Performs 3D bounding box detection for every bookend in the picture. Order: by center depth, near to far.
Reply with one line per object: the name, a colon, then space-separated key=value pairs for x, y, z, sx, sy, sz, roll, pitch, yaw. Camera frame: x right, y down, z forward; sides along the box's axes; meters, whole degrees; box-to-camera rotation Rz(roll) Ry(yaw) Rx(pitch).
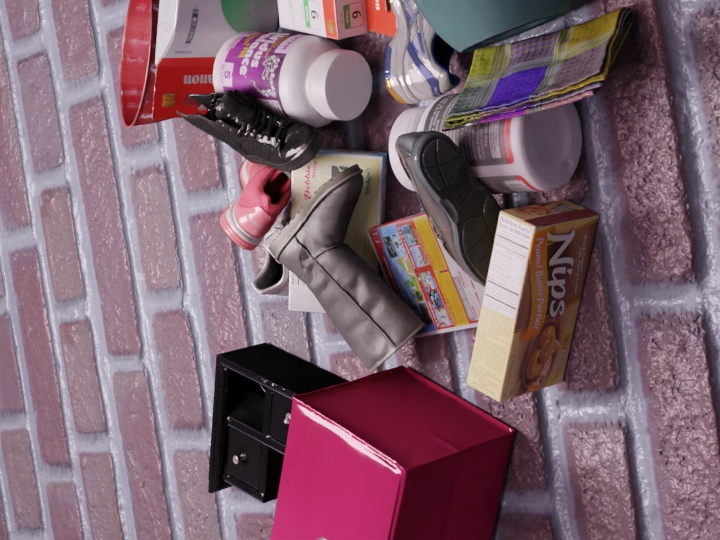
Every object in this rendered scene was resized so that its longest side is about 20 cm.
bookend: x=-0.102 y=0.225 z=1.925 sx=0.197 sy=0.091 sz=0.203 roll=22 pitch=114 yaw=41

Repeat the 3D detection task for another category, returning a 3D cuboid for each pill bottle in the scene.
pill bottle: x=0.133 y=-0.140 z=1.602 sx=0.198 sy=0.113 sz=0.116 roll=0 pitch=97 yaw=45
pill bottle: x=-0.083 y=-0.236 z=1.805 sx=0.198 sy=0.111 sz=0.114 roll=12 pitch=106 yaw=43

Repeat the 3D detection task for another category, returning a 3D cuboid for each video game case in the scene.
video game case: x=0.096 y=0.000 z=1.696 sx=0.199 sy=0.017 sz=0.145 roll=-13 pitch=101 yaw=52

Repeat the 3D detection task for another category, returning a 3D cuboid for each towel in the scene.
towel: x=0.184 y=-0.210 z=1.512 sx=0.198 sy=0.144 sz=0.023 roll=-11 pitch=127 yaw=37

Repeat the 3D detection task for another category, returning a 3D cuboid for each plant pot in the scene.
plant pot: x=0.134 y=-0.323 z=1.516 sx=0.199 sy=0.199 sz=0.163 roll=-18 pitch=93 yaw=45

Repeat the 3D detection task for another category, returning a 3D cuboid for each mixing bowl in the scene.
mixing bowl: x=-0.251 y=-0.285 z=1.949 sx=0.200 sy=0.107 sz=0.203 roll=-175 pitch=90 yaw=-70

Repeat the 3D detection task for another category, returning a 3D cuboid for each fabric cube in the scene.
fabric cube: x=0.035 y=0.257 z=1.715 sx=0.195 sy=0.198 sz=0.202 roll=29 pitch=118 yaw=39

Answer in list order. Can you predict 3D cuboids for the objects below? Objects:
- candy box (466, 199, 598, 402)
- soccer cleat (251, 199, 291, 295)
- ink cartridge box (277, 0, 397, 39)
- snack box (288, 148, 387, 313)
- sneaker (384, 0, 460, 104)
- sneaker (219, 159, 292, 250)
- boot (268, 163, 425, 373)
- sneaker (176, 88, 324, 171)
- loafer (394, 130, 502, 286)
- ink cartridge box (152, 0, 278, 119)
candy box: x=0.186 y=0.032 z=1.578 sx=0.055 sy=0.115 sz=0.203 roll=25 pitch=115 yaw=39
soccer cleat: x=-0.081 y=-0.050 z=1.857 sx=0.069 sy=0.085 sz=0.202 roll=44 pitch=126 yaw=31
ink cartridge box: x=-0.032 y=-0.337 z=1.745 sx=0.199 sy=0.050 sz=0.111 roll=24 pitch=125 yaw=52
snack box: x=-0.029 y=-0.048 z=1.801 sx=0.114 sy=0.037 sz=0.203 roll=5 pitch=103 yaw=10
sneaker: x=0.081 y=-0.288 z=1.652 sx=0.087 sy=0.075 sz=0.203 roll=-5 pitch=78 yaw=31
sneaker: x=-0.109 y=-0.106 z=1.831 sx=0.074 sy=0.201 sz=0.087 roll=40 pitch=123 yaw=-18
boot: x=0.002 y=-0.001 z=1.735 sx=0.200 sy=0.072 sz=0.182 roll=49 pitch=127 yaw=10
sneaker: x=-0.134 y=-0.175 z=1.770 sx=0.199 sy=0.104 sz=0.060 roll=8 pitch=62 yaw=55
loafer: x=0.101 y=-0.070 z=1.567 sx=0.063 sy=0.072 sz=0.201 roll=21 pitch=147 yaw=54
ink cartridge box: x=-0.184 y=-0.290 z=1.864 sx=0.050 sy=0.159 sz=0.203 roll=23 pitch=114 yaw=45
